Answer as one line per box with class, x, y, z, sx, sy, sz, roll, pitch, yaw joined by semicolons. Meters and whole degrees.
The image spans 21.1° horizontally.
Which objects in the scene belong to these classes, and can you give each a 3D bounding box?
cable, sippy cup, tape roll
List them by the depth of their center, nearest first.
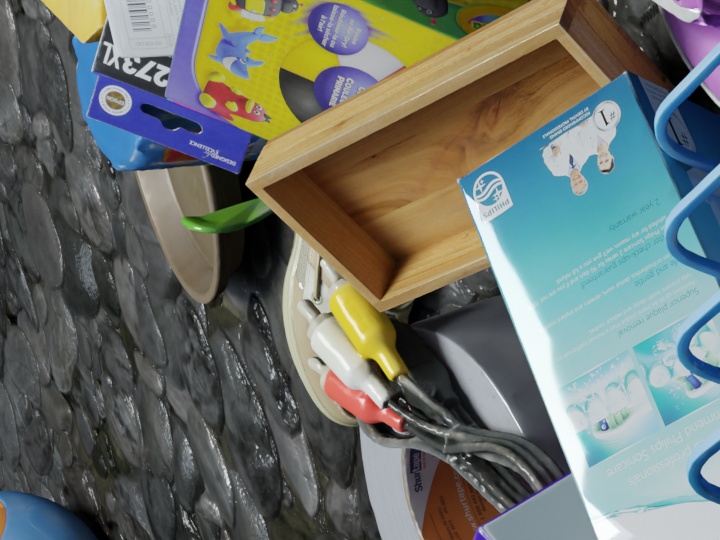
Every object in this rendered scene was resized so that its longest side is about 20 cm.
cable;0.031;0.081;0.967;0.200;0.050;0.097;49;145;42
tape roll;0.076;0.117;1.031;0.200;0.066;0.201;38;136;50
sippy cup;-0.096;-0.119;1.157;0.178;0.130;0.140;68;152;12

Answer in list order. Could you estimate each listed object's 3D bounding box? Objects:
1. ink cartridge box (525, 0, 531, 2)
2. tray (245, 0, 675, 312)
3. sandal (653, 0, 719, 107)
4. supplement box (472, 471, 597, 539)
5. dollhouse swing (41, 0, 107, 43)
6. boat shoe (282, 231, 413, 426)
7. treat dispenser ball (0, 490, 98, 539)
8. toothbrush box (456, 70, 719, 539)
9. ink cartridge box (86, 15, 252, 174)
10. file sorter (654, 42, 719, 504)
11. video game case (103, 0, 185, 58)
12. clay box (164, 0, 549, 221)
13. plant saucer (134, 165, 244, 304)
ink cartridge box;0.027;-0.234;0.954;0.200;0.043;0.198;43;142;47
tray;0.051;-0.052;0.888;0.200;0.037;0.099;-24;121;41
sandal;0.125;-0.148;0.803;0.082;0.050;0.203;-39;70;62
supplement box;0.097;0.185;0.866;0.101;0.103;0.200;46;144;27
dollhouse swing;-0.121;-0.259;1.105;0.200;0.182;0.176;44;153;45
boat shoe;0.000;0.000;1.109;0.065;0.072;0.200;26;121;58
treat dispenser ball;-0.321;0.300;1.747;0.201;0.201;0.201;39;138;48
toothbrush box;0.138;0.042;0.733;0.085;0.146;0.200;-33;64;27
ink cartridge box;-0.083;-0.141;1.031;0.037;0.095;0.200;-72;4;-54
file sorter;0.175;0.013;0.600;0.139;0.123;0.200;-48;31;45
video game case;-0.059;-0.204;0.942;0.182;0.023;0.200;0;115;24
clay box;0.013;-0.095;0.924;0.200;0.048;0.115;23;141;3
plant saucer;-0.122;-0.076;1.317;0.200;0.029;0.200;164;90;-72
